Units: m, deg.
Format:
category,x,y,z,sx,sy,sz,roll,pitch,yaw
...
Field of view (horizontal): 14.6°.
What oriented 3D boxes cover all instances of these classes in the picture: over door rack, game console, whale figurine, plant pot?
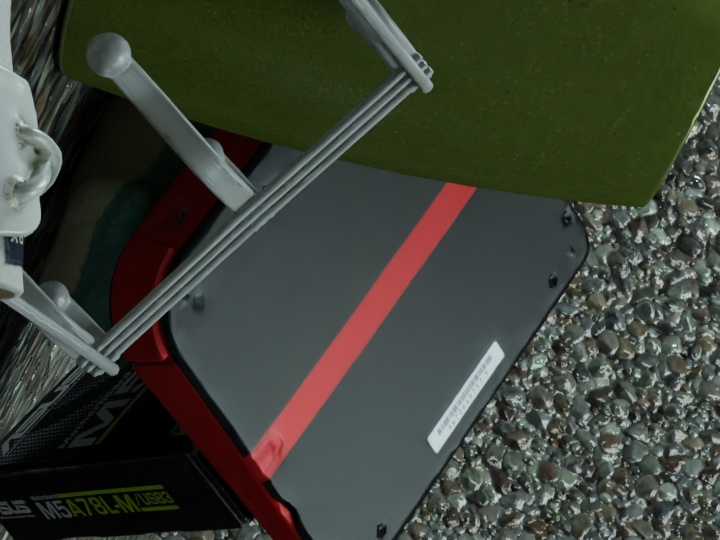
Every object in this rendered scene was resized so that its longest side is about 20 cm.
category,x,y,z,sx,sy,sz,roll,pitch,yaw
over door rack,-0.061,-0.048,0.794,0.148,0.067,0.200,-43,166,2
game console,0.000,0.000,1.093,0.200,0.031,0.177,-54,130,-26
whale figurine,-0.056,-0.036,1.118,0.159,0.104,0.200,-64,176,35
plant pot,0.028,-0.106,0.959,0.187,0.200,0.187,-63,178,-4

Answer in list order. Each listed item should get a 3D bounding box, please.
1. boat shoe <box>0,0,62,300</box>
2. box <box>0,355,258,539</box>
category,x,y,z,sx,sy,sz,roll,pitch,yaw
boat shoe,-0.097,-0.019,0.590,0.200,0.070,0.071,-63,178,-9
box,-0.050,0.032,1.195,0.200,0.048,0.193,-47,-158,-29
